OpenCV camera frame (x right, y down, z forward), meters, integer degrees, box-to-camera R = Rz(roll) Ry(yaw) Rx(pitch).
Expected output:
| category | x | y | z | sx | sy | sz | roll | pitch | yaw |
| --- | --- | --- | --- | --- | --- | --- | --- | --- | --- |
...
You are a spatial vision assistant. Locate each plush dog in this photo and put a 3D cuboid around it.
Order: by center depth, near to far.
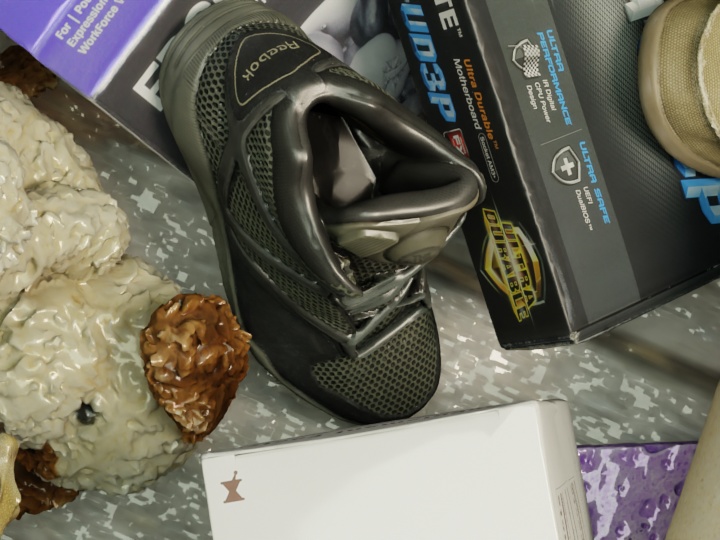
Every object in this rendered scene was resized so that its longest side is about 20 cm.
| category | x | y | z | sx | sy | sz | roll | pitch | yaw |
| --- | --- | --- | --- | --- | --- | --- | --- | --- | --- |
| plush dog | -0.129 | 0.014 | 0.814 | 0.172 | 0.200 | 0.160 | 53 | 45 | -8 |

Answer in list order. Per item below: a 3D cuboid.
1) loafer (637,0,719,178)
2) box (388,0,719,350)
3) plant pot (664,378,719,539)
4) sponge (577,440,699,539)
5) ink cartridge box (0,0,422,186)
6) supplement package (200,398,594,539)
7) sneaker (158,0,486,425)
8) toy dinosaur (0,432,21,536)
| category | x | y | z | sx | sy | sz | roll | pitch | yaw |
| --- | --- | --- | --- | --- | --- | --- | --- | --- | --- |
| loafer | 0.190 | -0.070 | 0.802 | 0.200 | 0.067 | 0.076 | 3 | 82 | -36 |
| box | 0.093 | -0.088 | 0.806 | 0.159 | 0.046 | 0.200 | -22 | 96 | -35 |
| plant pot | 0.192 | 0.091 | 0.757 | 0.200 | 0.200 | 0.184 | 27 | 96 | 2 |
| sponge | 0.140 | 0.124 | 0.851 | 0.200 | 0.030 | 0.112 | -3 | 86 | 0 |
| ink cartridge box | -0.027 | -0.128 | 0.800 | 0.043 | 0.200 | 0.198 | 32 | 85 | 44 |
| supplement package | 0.023 | 0.107 | 0.739 | 0.114 | 0.200 | 0.110 | -10 | 85 | 8 |
| sneaker | 0.000 | 0.000 | 0.781 | 0.076 | 0.114 | 0.199 | -34 | 131 | -18 |
| toy dinosaur | -0.156 | 0.149 | 0.814 | 0.101 | 0.058 | 0.200 | 20 | 127 | 36 |
